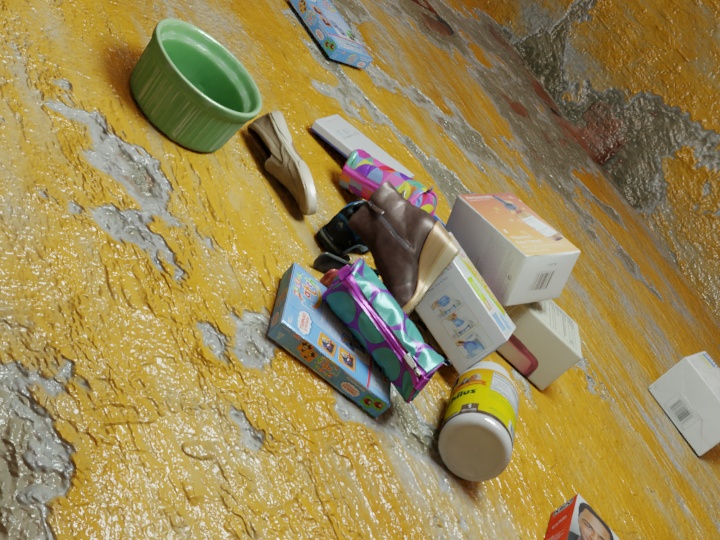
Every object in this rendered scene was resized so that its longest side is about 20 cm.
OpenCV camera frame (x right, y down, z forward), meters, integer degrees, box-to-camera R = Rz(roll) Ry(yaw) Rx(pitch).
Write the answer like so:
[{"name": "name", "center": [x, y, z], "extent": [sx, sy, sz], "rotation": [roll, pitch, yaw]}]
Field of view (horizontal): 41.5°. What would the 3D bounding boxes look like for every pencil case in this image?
[{"name": "pencil case", "center": [0.033, 0.082, 1.333], "extent": [0.201, 0.085, 0.092], "rotation": [50, -4, 6]}, {"name": "pencil case", "center": [0.049, -0.144, 1.690], "extent": [0.199, 0.090, 0.088], "rotation": [33, 14, 37]}]

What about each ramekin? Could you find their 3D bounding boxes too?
[{"name": "ramekin", "center": [-0.257, -0.278, 1.460], "extent": [0.199, 0.098, 0.202], "rotation": [36, 27, -22]}]

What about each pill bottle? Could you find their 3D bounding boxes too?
[{"name": "pill bottle", "center": [0.182, 0.218, 1.431], "extent": [0.109, 0.109, 0.200], "rotation": [43, 25, -6]}]

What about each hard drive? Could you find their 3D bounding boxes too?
[{"name": "hard drive", "center": [0.006, -0.227, 1.838], "extent": [0.199, 0.026, 0.132], "rotation": [39, 22, 6]}]

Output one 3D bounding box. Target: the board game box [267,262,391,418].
[{"name": "board game box", "center": [-0.037, 0.096, 1.345], "extent": [0.199, 0.037, 0.152], "rotation": [40, 26, -18]}]

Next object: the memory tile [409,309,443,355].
[{"name": "memory tile", "center": [0.103, 0.062, 1.638], "extent": [0.152, 0.017, 0.202], "rotation": [22, 35, -43]}]

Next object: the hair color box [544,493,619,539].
[{"name": "hair color box", "center": [0.323, 0.430, 1.409], "extent": [0.102, 0.061, 0.200], "rotation": [47, 25, 1]}]

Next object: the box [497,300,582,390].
[{"name": "box", "center": [0.311, 0.103, 1.796], "extent": [0.199, 0.109, 0.128], "rotation": [42, 25, -12]}]

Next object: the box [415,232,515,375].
[{"name": "box", "center": [0.155, 0.050, 1.568], "extent": [0.202, 0.101, 0.112], "rotation": [55, 18, 3]}]

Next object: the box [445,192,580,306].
[{"name": "box", "center": [0.267, -0.043, 1.719], "extent": [0.150, 0.108, 0.200], "rotation": [-6, 39, -38]}]

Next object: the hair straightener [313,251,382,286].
[{"name": "hair straightener", "center": [0.000, 0.000, 1.530], "extent": [0.198, 0.041, 0.078], "rotation": [12, 42, -44]}]

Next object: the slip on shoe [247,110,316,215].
[{"name": "slip on shoe", "center": [-0.128, -0.173, 1.563], "extent": [0.059, 0.076, 0.203], "rotation": [-16, 69, -18]}]

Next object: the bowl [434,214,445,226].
[{"name": "bowl", "center": [0.112, -0.068, 1.790], "extent": [0.199, 0.039, 0.202], "rotation": [35, 24, -18]}]

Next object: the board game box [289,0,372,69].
[{"name": "board game box", "center": [-0.071, -0.565, 2.210], "extent": [0.150, 0.037, 0.202], "rotation": [0, 53, -57]}]

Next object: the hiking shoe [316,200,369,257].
[{"name": "hiking shoe", "center": [0.006, -0.077, 1.599], "extent": [0.075, 0.087, 0.200], "rotation": [49, 25, 5]}]

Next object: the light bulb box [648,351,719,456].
[{"name": "light bulb box", "center": [0.818, 0.314, 2.275], "extent": [0.199, 0.125, 0.200], "rotation": [1, 51, -58]}]

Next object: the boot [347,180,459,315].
[{"name": "boot", "center": [0.040, -0.017, 1.487], "extent": [0.166, 0.201, 0.072], "rotation": [40, -5, 6]}]
